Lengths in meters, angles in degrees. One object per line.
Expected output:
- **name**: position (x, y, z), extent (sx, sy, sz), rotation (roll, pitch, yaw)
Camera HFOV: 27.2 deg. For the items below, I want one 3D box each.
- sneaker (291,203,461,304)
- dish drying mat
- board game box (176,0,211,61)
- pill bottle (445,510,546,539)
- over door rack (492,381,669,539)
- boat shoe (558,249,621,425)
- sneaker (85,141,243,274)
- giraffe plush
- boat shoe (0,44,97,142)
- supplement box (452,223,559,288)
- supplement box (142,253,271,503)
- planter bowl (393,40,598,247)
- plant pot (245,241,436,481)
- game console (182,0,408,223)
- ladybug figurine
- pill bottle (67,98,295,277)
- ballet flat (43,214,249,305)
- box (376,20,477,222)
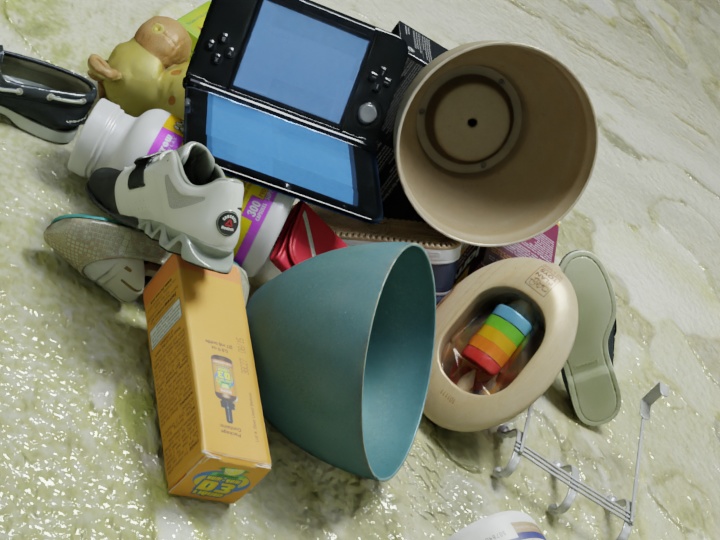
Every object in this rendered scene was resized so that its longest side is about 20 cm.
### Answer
- **sneaker**: position (0.000, 0.000, 1.505), extent (0.199, 0.109, 0.070), rotation (10, 29, 12)
- **dish drying mat**: position (-0.006, 0.023, 1.412), extent (0.200, 0.018, 0.077), rotation (45, 47, -29)
- **board game box**: position (-0.122, -0.215, 1.681), extent (0.200, 0.048, 0.102), rotation (38, 29, -1)
- **pill bottle**: position (0.136, 0.299, 1.168), extent (0.111, 0.111, 0.200), rotation (7, 41, -43)
- **over door rack**: position (0.217, 0.164, 1.485), extent (0.147, 0.067, 0.200), rotation (33, 50, -10)
- **boat shoe**: position (0.236, 0.063, 1.584), extent (0.066, 0.074, 0.200), rotation (-106, 179, -68)
- **sneaker**: position (-0.156, -0.068, 1.244), extent (0.074, 0.089, 0.200), rotation (13, 9, -44)
- **giraffe plush**: position (-0.182, -0.183, 1.495), extent (0.162, 0.173, 0.200), rotation (30, 63, 8)
- **boat shoe**: position (-0.340, -0.183, 1.372), extent (0.199, 0.060, 0.076), rotation (17, 35, -34)
- **supplement box**: position (0.144, 0.006, 1.601), extent (0.085, 0.110, 0.200), rotation (34, 29, -7)
- **supplement box**: position (-0.126, 0.084, 1.199), extent (0.066, 0.069, 0.201), rotation (17, 42, -33)
- **planter bowl**: position (0.121, -0.137, 1.485), extent (0.200, 0.201, 0.135), rotation (29, 10, -17)
- **plant pot**: position (-0.027, 0.068, 1.267), extent (0.134, 0.201, 0.200), rotation (8, 22, 19)
- **game console**: position (-0.053, -0.159, 1.365), extent (0.199, 0.171, 0.118), rotation (18, 7, -21)
- **ladybug figurine**: position (0.132, 0.074, 1.446), extent (0.136, 0.200, 0.072), rotation (39, -13, 20)
- **pill bottle**: position (-0.163, -0.081, 1.370), extent (0.199, 0.105, 0.104), rotation (26, 30, -5)
- **ballet flat**: position (-0.179, 0.004, 1.288), extent (0.199, 0.067, 0.063), rotation (16, 55, -33)
- **box**: position (0.045, -0.144, 1.610), extent (0.141, 0.200, 0.079), rotation (29, 27, -16)
